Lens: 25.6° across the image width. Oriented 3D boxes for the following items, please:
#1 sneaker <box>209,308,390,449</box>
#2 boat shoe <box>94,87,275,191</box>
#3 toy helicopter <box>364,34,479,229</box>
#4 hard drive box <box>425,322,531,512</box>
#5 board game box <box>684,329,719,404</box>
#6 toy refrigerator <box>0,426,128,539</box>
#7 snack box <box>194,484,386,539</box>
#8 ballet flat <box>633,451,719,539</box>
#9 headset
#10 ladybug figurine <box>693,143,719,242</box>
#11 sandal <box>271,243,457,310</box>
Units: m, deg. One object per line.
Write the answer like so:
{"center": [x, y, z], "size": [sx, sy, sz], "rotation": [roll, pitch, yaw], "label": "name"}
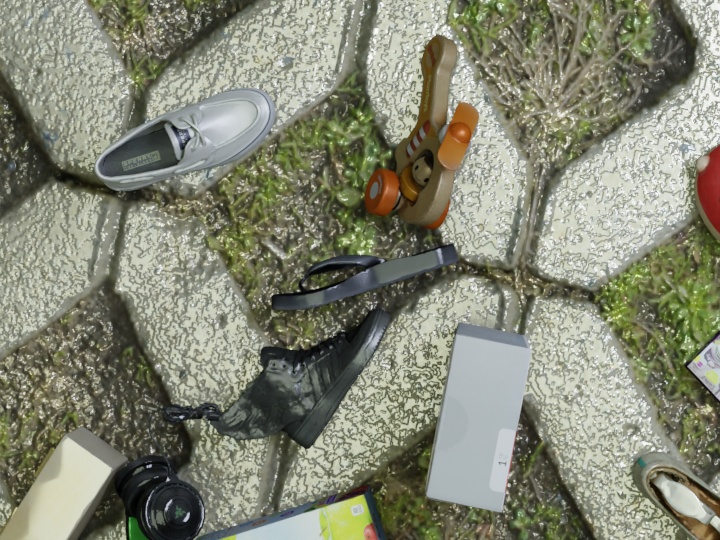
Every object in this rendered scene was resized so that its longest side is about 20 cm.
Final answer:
{"center": [-0.061, 0.104, 1.639], "size": [0.104, 0.060, 0.201], "rotation": [33, 98, 0], "label": "sneaker"}
{"center": [-0.182, -0.132, 1.641], "size": [0.198, 0.065, 0.074], "rotation": [-27, 89, 5], "label": "boat shoe"}
{"center": [0.075, -0.145, 1.598], "size": [0.078, 0.132, 0.203], "rotation": [14, 74, -24], "label": "toy helicopter"}
{"center": [0.115, 0.139, 1.556], "size": [0.076, 0.200, 0.158], "rotation": [11, 93, 4], "label": "hard drive box"}
{"center": [0.442, 0.128, 1.616], "size": [0.120, 0.032, 0.200], "rotation": [-44, 88, 0], "label": "board game box"}
{"center": [-0.331, 0.266, 1.658], "size": [0.070, 0.076, 0.201], "rotation": [34, 94, 3], "label": "toy refrigerator"}
{"center": [-0.061, 0.335, 1.642], "size": [0.198, 0.068, 0.171], "rotation": [-18, 90, 7], "label": "snack box"}
{"center": [0.358, 0.261, 1.608], "size": [0.199, 0.062, 0.068], "rotation": [36, 94, 3], "label": "ballet flat"}
{"center": [-0.193, 0.233, 1.625], "size": [0.093, 0.123, 0.203], "rotation": [-3, 109, -29], "label": "headset"}
{"center": [0.428, -0.065, 1.589], "size": [0.198, 0.072, 0.137], "rotation": [23, 93, 4], "label": "ladybug figurine"}
{"center": [0.000, 0.000, 1.629], "size": [0.198, 0.076, 0.043], "rotation": [-17, 92, -6], "label": "sandal"}
